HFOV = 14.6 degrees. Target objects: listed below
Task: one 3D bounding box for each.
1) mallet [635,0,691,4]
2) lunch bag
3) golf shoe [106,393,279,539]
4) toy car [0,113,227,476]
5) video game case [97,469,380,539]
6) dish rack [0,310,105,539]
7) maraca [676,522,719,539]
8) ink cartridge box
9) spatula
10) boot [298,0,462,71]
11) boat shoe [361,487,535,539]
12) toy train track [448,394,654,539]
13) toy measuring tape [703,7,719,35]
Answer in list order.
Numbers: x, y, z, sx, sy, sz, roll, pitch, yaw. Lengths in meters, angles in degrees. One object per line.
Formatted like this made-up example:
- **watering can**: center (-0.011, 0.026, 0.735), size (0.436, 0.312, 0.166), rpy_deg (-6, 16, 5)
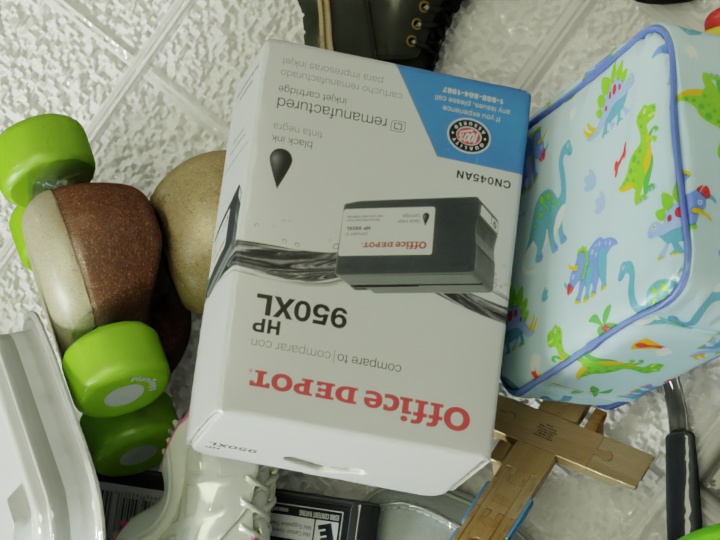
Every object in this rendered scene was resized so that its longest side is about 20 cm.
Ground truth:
- **mallet**: center (0.086, -0.164, 1.495), size (0.199, 0.041, 0.066), rpy_deg (-9, 85, -3)
- **lunch bag**: center (0.139, -0.027, 1.410), size (0.200, 0.082, 0.161), rpy_deg (141, 132, -57)
- **golf shoe**: center (-0.070, 0.128, 1.486), size (0.091, 0.075, 0.200), rpy_deg (37, 109, 21)
- **toy car**: center (-0.081, -0.009, 1.541), size (0.200, 0.158, 0.165), rpy_deg (-18, 65, -8)
- **video game case**: center (-0.088, 0.205, 1.535), size (0.200, 0.025, 0.181), rpy_deg (5, 85, 33)
- **dish rack**: center (-0.180, 0.142, 1.499), size (0.043, 0.200, 0.172), rpy_deg (-8, 43, -18)
- **maraca**: center (0.187, 0.177, 1.360), size (0.199, 0.107, 0.137), rpy_deg (-5, 116, 20)
- **ink cartridge box**: center (0.000, 0.000, 1.426), size (0.144, 0.084, 0.201), rpy_deg (10, 72, -11)
- **spatula**: center (0.163, 0.070, 1.476), size (0.056, 0.021, 0.201), rpy_deg (-12, 82, 40)
- **boot**: center (0.040, -0.138, 1.527), size (0.138, 0.077, 0.200), rpy_deg (-21, 77, 12)
- **boat shoe**: center (0.072, 0.172, 1.471), size (0.201, 0.071, 0.070), rpy_deg (33, 96, 23)
- **toy train track**: center (0.077, 0.123, 1.456), size (0.114, 0.033, 0.200), rpy_deg (21, 55, 22)
- **toy measuring tape**: center (0.238, -0.113, 1.446), size (0.199, 0.074, 0.074), rpy_deg (-13, 79, 20)
